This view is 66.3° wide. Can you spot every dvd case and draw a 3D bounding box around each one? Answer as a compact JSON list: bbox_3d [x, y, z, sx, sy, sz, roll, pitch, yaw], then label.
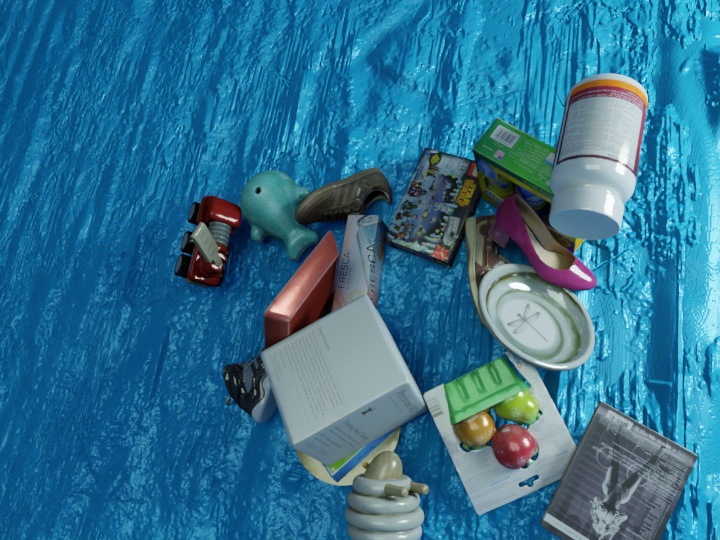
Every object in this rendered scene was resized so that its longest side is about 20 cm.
[{"bbox_3d":[0.370,0.317,0.794,0.147,0.016,0.202,28,83,13],"label":"dvd case"}]

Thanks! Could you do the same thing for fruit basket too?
[{"bbox_3d":[0.221,0.248,0.867,0.183,0.094,0.202,-29,80,9],"label":"fruit basket"}]

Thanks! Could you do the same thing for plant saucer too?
[{"bbox_3d":[-0.095,0.063,0.950,0.036,0.201,0.201,26,54,12],"label":"plant saucer"},{"bbox_3d":[0.270,0.080,0.876,0.196,0.051,0.202,10,47,-11],"label":"plant saucer"}]

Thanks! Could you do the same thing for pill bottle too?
[{"bbox_3d":[0.320,-0.152,0.751,0.108,0.110,0.203,9,73,24],"label":"pill bottle"}]

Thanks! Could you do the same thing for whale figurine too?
[{"bbox_3d":[-0.168,-0.117,1.122,0.158,0.104,0.201,-38,65,5],"label":"whale figurine"}]

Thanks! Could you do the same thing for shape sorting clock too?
[{"bbox_3d":[-0.026,0.270,0.969,0.196,0.039,0.203,-8,61,14],"label":"shape sorting clock"}]

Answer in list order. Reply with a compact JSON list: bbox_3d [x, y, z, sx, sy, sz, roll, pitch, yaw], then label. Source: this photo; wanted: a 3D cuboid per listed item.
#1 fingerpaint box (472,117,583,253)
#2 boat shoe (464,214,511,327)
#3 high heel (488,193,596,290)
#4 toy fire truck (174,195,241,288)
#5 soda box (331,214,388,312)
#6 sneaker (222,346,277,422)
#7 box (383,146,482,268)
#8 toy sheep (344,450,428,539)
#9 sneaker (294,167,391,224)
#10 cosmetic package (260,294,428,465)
[{"bbox_3d":[0.290,-0.136,0.911,0.199,0.167,0.074,38,85,27],"label":"fingerpaint box"},{"bbox_3d":[0.224,-0.004,0.949,0.071,0.072,0.203,-9,63,19],"label":"boat shoe"},{"bbox_3d":[0.305,-0.042,0.891,0.198,0.097,0.068,29,56,7],"label":"high heel"},{"bbox_3d":[-0.295,-0.069,1.092,0.199,0.127,0.179,-13,63,54],"label":"toy fire truck"},{"bbox_3d":[0.000,0.000,1.038,0.067,0.064,0.204,3,74,22],"label":"soda box"},{"bbox_3d":[-0.195,0.174,1.047,0.112,0.075,0.203,13,80,22],"label":"sneaker"},{"bbox_3d":[0.144,-0.121,1.035,0.135,0.040,0.203,20,80,25],"label":"box"},{"bbox_3d":[0.039,0.386,0.856,0.135,0.138,0.204,-1,77,21],"label":"toy sheep"},{"bbox_3d":[-0.031,-0.130,1.070,0.198,0.071,0.076,-29,69,-8],"label":"sneaker"},{"bbox_3d":[-0.024,0.181,0.894,0.198,0.168,0.168,-29,57,2],"label":"cosmetic package"}]
